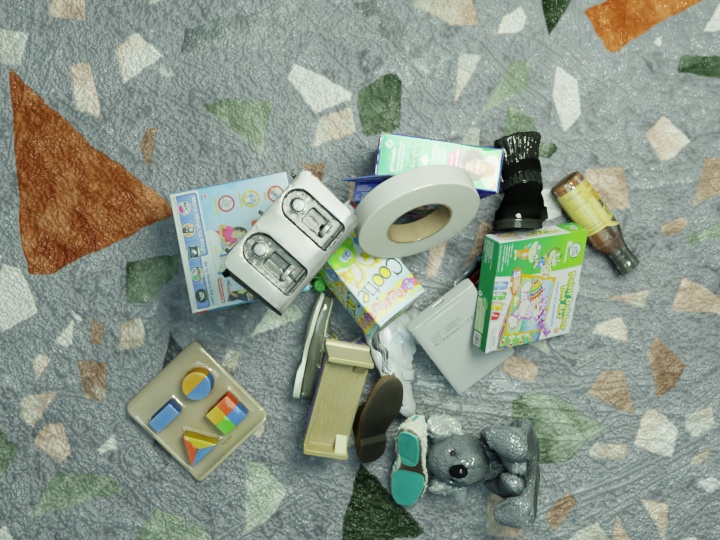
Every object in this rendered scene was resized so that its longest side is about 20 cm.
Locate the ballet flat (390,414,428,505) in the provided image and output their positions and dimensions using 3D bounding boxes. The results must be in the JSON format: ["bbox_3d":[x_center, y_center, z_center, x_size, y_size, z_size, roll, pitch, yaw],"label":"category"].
[{"bbox_3d":[0.097,0.342,1.235,0.071,0.072,0.201,3,123,-1],"label":"ballet flat"}]

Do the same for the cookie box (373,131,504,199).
[{"bbox_3d":[0.122,-0.171,1.146,0.198,0.171,0.076,7,91,-2],"label":"cookie box"}]

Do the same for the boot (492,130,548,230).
[{"bbox_3d":[0.263,-0.151,1.141,0.079,0.211,0.159,-4,100,21],"label":"boot"}]

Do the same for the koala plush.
[{"bbox_3d":[0.213,0.342,1.217,0.198,0.184,0.179,-5,96,21],"label":"koala plush"}]

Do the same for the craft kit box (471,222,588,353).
[{"bbox_3d":[0.289,0.028,1.163,0.196,0.048,0.202,-11,115,-30],"label":"craft kit box"}]

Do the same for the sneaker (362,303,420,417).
[{"bbox_3d":[0.085,0.158,1.222,0.114,0.075,0.201,-22,92,3],"label":"sneaker"}]

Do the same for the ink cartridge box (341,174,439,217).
[{"bbox_3d":[0.076,-0.120,1.124,0.199,0.119,0.042,12,85,-44],"label":"ink cartridge box"}]

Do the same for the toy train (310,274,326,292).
[{"bbox_3d":[-0.091,0.011,1.227,0.198,0.042,0.057,0,85,-1],"label":"toy train"}]

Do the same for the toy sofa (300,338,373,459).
[{"bbox_3d":[-0.045,0.220,1.189,0.082,0.098,0.201,11,109,-13],"label":"toy sofa"}]

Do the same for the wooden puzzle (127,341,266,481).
[{"bbox_3d":[-0.301,0.261,1.242,0.185,0.046,0.200,-43,94,3],"label":"wooden puzzle"}]

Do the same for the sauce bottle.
[{"bbox_3d":[0.422,-0.082,1.213,0.066,0.066,0.200,-39,97,3],"label":"sauce bottle"}]

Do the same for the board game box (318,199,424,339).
[{"bbox_3d":[0.000,0.000,1.160,0.105,0.103,0.200,-37,82,-17],"label":"board game box"}]

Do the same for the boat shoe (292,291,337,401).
[{"bbox_3d":[-0.074,0.139,1.223,0.060,0.072,0.203,13,101,-4],"label":"boat shoe"}]

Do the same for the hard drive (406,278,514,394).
[{"bbox_3d":[0.180,0.120,1.193,0.132,0.027,0.200,-37,126,1],"label":"hard drive"}]

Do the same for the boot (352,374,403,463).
[{"bbox_3d":[0.020,0.246,1.193,0.073,0.076,0.201,-2,129,-23],"label":"boot"}]

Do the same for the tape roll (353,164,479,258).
[{"bbox_3d":[0.085,-0.086,1.047,0.201,0.203,0.037,-21,64,1],"label":"tape roll"}]

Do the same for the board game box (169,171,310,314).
[{"bbox_3d":[-0.197,-0.045,1.124,0.194,0.056,0.202,-11,89,-3],"label":"board game box"}]

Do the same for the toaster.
[{"bbox_3d":[-0.109,-0.033,1.013,0.119,0.200,0.181,41,80,-3],"label":"toaster"}]

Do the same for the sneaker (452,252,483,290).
[{"bbox_3d":[0.244,0.000,1.188,0.200,0.096,0.079,-40,58,3],"label":"sneaker"}]
